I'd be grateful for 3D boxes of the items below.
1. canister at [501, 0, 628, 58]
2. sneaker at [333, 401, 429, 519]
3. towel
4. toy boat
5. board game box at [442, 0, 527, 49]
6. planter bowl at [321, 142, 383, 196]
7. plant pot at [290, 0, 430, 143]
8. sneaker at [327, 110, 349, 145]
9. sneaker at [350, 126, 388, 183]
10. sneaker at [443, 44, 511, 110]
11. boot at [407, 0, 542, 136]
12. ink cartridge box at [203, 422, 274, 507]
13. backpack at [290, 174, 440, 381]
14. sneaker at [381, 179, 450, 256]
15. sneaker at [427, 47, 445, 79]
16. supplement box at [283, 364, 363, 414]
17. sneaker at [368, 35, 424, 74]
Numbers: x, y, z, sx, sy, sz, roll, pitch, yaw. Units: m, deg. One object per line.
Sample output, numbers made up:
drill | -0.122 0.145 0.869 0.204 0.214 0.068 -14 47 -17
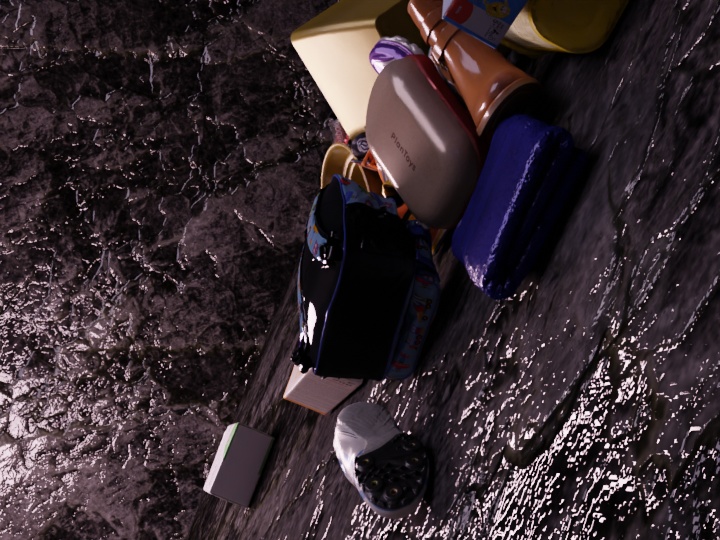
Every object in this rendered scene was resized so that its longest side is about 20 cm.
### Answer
canister | 0.190 -0.274 0.959 0.149 0.086 0.200 -64 10 10
sneaker | 0.021 0.181 0.936 0.200 0.071 0.073 -130 29 -75
towel | 0.133 -0.059 0.887 0.200 0.049 0.148 -97 27 -78
toy boat | 0.095 -0.149 1.136 0.200 0.130 0.131 59 145 26
board game box | 0.147 -0.323 0.904 0.196 0.056 0.200 -56 14 33
planter bowl | 0.016 -0.094 1.510 0.200 0.083 0.202 168 90 -69
plant pot | 0.059 -0.307 1.434 0.200 0.200 0.176 -39 16 -21
sneaker | -0.060 -0.435 3.117 0.201 0.097 0.071 120 168 -51
sneaker | 0.030 -0.147 1.357 0.078 0.112 0.200 -65 -16 4
sneaker | 0.160 -0.251 1.236 0.115 0.075 0.200 -40 -20 -20
boot | 0.104 -0.215 1.023 0.074 0.155 0.200 -35 3 4
ink cartridge box | -0.246 0.387 2.060 0.200 0.084 0.147 142 150 -75
backpack | 0.000 0.000 1.121 0.200 0.134 0.183 -99 20 -56
sneaker | 0.071 -0.101 1.252 0.200 0.090 0.070 -78 14 -55
sneaker | 0.149 -0.314 1.309 0.201 0.076 0.081 -60 2 -14
supplement box | -0.036 0.114 1.440 0.200 0.073 0.127 129 162 -65
sneaker | 0.061 -0.202 1.246 0.083 0.200 0.081 -26 -25 -14
